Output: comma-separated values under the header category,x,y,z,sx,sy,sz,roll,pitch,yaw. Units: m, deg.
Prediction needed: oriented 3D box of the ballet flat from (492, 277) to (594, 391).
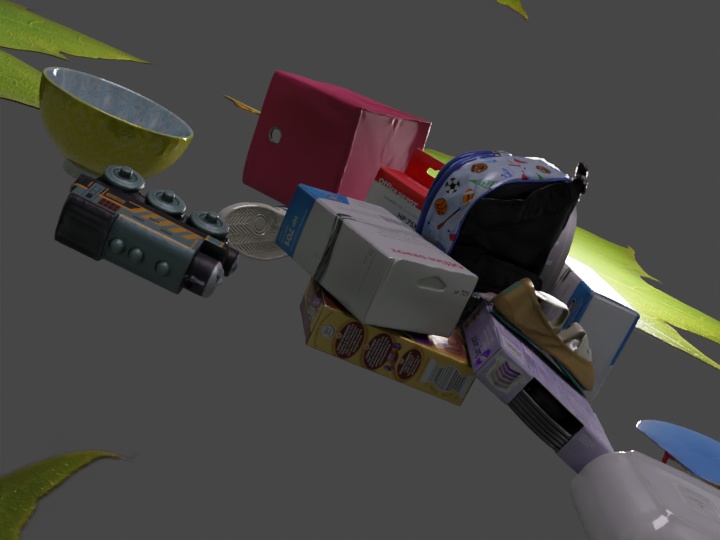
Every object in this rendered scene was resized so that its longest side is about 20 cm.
category,x,y,z,sx,sy,sz,roll,pitch,yaw
ballet flat,0.239,0.079,1.185,0.200,0.063,0.069,39,12,-33

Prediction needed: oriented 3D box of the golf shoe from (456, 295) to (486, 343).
category,x,y,z,sx,sy,sz,roll,pitch,yaw
golf shoe,0.135,0.072,1.305,0.078,0.098,0.201,-22,63,-17

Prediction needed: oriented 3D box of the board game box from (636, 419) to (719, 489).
category,x,y,z,sx,sy,sz,roll,pitch,yaw
board game box,0.444,0.259,1.274,0.156,0.039,0.200,14,14,-25

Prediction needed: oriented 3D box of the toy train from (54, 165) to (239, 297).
category,x,y,z,sx,sy,sz,roll,pitch,yaw
toy train,-0.227,-0.037,1.047,0.198,0.086,0.114,27,26,-4

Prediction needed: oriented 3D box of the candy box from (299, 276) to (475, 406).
category,x,y,z,sx,sy,sz,roll,pitch,yaw
candy box,0.031,0.077,1.140,0.198,0.057,0.117,21,16,-15

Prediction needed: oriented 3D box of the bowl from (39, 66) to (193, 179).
category,x,y,z,sx,sy,sz,roll,pitch,yaw
bowl,-0.324,-0.167,1.253,0.198,0.109,0.200,25,15,-7

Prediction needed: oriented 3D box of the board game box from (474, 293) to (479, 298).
category,x,y,z,sx,sy,sz,roll,pitch,yaw
board game box,0.097,-0.001,1.577,0.198,0.028,0.135,25,15,-8

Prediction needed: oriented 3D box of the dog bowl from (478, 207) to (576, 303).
category,x,y,z,sx,sy,sz,roll,pitch,yaw
dog bowl,0.237,-0.025,1.433,0.058,0.202,0.200,25,14,-10

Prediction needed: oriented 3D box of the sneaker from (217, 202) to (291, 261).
category,x,y,z,sx,sy,sz,roll,pitch,yaw
sneaker,-0.126,-0.053,1.310,0.199,0.076,0.084,5,6,-45

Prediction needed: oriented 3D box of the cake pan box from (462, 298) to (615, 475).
category,x,y,z,sx,sy,sz,roll,pitch,yaw
cake pan box,0.203,0.135,1.142,0.184,0.052,0.200,41,11,-9

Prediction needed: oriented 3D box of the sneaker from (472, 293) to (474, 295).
category,x,y,z,sx,sy,sz,roll,pitch,yaw
sneaker,0.089,-0.020,1.468,0.198,0.081,0.083,25,-22,-4

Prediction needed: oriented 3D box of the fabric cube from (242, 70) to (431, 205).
category,x,y,z,sx,sy,sz,roll,pitch,yaw
fabric cube,-0.040,-0.191,1.608,0.198,0.198,0.199,29,16,34

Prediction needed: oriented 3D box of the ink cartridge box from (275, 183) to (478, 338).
category,x,y,z,sx,sy,sz,roll,pitch,yaw
ink cartridge box,0.016,-0.013,1.140,0.145,0.087,0.200,13,20,-41

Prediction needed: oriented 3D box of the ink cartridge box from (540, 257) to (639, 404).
category,x,y,z,sx,sy,sz,roll,pitch,yaw
ink cartridge box,0.291,0.075,1.385,0.085,0.148,0.200,23,14,-12

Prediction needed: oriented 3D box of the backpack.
category,x,y,z,sx,sy,sz,roll,pitch,yaw
backpack,0.160,-0.063,1.224,0.189,0.202,0.154,-4,30,-45

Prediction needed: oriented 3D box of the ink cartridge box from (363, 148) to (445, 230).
category,x,y,z,sx,sy,sz,roll,pitch,yaw
ink cartridge box,0.058,-0.064,1.378,0.116,0.202,0.067,35,17,32

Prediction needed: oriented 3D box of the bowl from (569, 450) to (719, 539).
category,x,y,z,sx,sy,sz,roll,pitch,yaw
bowl,0.320,0.260,0.979,0.198,0.075,0.200,26,15,-7

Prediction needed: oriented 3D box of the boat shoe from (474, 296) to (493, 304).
category,x,y,z,sx,sy,sz,roll,pitch,yaw
boat shoe,0.186,0.077,1.380,0.062,0.073,0.200,14,17,-42
